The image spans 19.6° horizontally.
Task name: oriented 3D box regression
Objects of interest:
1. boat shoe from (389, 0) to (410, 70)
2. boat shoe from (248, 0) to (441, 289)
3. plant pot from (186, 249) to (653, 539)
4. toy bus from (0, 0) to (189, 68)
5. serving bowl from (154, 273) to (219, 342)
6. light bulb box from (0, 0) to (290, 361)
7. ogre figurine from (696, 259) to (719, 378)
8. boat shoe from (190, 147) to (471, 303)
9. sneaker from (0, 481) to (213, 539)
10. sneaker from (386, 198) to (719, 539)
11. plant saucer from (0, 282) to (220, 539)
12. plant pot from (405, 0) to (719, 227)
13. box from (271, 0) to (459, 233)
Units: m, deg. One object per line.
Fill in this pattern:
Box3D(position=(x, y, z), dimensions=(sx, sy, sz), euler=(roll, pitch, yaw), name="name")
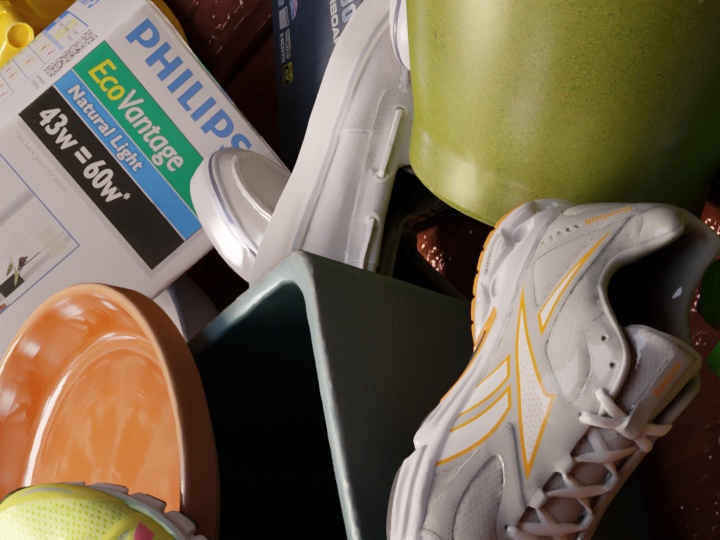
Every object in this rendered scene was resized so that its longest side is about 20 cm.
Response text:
Box3D(position=(0.039, -0.176, 0.980), dimensions=(0.069, 0.071, 0.201), euler=(6, 62, 25), name="boat shoe")
Box3D(position=(0.009, -0.046, 0.955), dimensions=(0.072, 0.068, 0.201), euler=(82, -155, -53), name="boat shoe")
Box3D(position=(0.021, 0.130, 0.888), dimensions=(0.196, 0.199, 0.197), euler=(-40, 53, 44), name="plant pot")
Box3D(position=(-0.224, -0.089, 1.295), dimensions=(0.136, 0.191, 0.201), euler=(46, 122, 47), name="toy bus")
Box3D(position=(-0.124, 0.091, 1.221), dimensions=(0.200, 0.066, 0.201), euler=(-15, 72, 53), name="serving bowl")
Box3D(position=(-0.165, -0.046, 1.139), dimensions=(0.200, 0.125, 0.198), euler=(-41, 18, -3), name="light bulb box")
Box3D(position=(0.189, 0.002, 0.767), dimensions=(0.200, 0.098, 0.120), euler=(46, 109, 36), name="ogre figurine")
Box3D(position=(0.000, 0.000, 1.008), dimensions=(0.200, 0.072, 0.066), euler=(47, 127, 19), name="boat shoe")
Box3D(position=(-0.082, 0.148, 0.746), dimensions=(0.200, 0.090, 0.078), euler=(42, 116, 31), name="sneaker")
Box3D(position=(0.076, 0.057, 0.755), dimensions=(0.092, 0.076, 0.201), euler=(-10, 57, 46), name="sneaker")
Box3D(position=(-0.114, 0.106, 0.884), dimensions=(0.200, 0.032, 0.202), euler=(-15, 71, 52), name="plant saucer")
Box3D(position=(0.100, -0.119, 0.859), dimensions=(0.200, 0.199, 0.194), euler=(43, 130, 50), name="plant pot")
Box3D(position=(0.016, -0.120, 1.077), dimensions=(0.157, 0.051, 0.201), euler=(-23, 65, 50), name="box")
